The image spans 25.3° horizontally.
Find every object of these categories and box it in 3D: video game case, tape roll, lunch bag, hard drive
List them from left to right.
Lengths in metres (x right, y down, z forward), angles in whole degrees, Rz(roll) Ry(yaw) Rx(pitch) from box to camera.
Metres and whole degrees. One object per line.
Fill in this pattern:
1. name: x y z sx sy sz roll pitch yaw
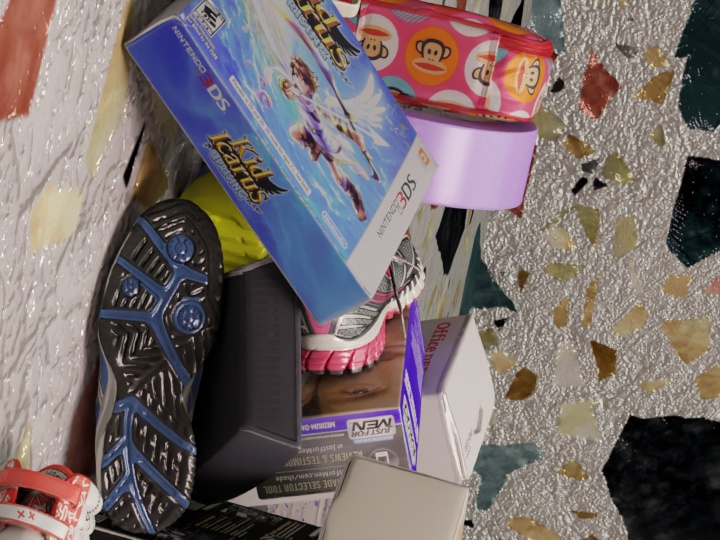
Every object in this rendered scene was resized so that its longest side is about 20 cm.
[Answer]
1. hard drive: -0.086 0.073 1.025 0.200 0.042 0.136 142 -50 -62
2. video game case: -0.038 -0.097 0.979 0.201 0.045 0.182 56 28 -17
3. tape roll: 0.042 -0.108 1.317 0.200 0.198 0.066 -43 147 -73
4. lunch bag: 0.060 -0.178 1.324 0.176 0.198 0.083 -39 143 -78

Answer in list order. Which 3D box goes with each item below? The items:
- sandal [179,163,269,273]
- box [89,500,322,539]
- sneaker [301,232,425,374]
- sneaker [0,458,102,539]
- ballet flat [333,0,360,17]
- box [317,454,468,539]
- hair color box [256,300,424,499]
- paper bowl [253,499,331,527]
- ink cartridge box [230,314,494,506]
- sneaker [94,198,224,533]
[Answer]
1. sandal: -0.073 -0.035 1.138 0.200 0.079 0.088 88 15 -63
2. box: -0.102 0.208 1.050 0.200 0.162 0.087 7 97 -81
3. sneaker: 0.000 0.000 1.149 0.200 0.080 0.075 -69 156 -65
4. sneaker: -0.182 0.153 0.800 0.201 0.067 0.109 -4 107 -84
5. ballet flat: -0.039 -0.186 1.122 0.068 0.070 0.201 94 14 -48
6. box: 0.013 0.217 1.002 0.201 0.077 0.095 93 14 -48
7. hair color box: -0.014 0.081 1.146 0.200 0.108 0.065 -82 163 -64
8. paper bowl: -0.047 0.161 1.470 0.201 0.103 0.202 14 90 -82
9. ink cartridge box: -0.005 0.111 1.272 0.146 0.198 0.085 -60 140 -63
10. sneaker: -0.132 0.054 0.984 0.077 0.075 0.202 -164 -96 -72
